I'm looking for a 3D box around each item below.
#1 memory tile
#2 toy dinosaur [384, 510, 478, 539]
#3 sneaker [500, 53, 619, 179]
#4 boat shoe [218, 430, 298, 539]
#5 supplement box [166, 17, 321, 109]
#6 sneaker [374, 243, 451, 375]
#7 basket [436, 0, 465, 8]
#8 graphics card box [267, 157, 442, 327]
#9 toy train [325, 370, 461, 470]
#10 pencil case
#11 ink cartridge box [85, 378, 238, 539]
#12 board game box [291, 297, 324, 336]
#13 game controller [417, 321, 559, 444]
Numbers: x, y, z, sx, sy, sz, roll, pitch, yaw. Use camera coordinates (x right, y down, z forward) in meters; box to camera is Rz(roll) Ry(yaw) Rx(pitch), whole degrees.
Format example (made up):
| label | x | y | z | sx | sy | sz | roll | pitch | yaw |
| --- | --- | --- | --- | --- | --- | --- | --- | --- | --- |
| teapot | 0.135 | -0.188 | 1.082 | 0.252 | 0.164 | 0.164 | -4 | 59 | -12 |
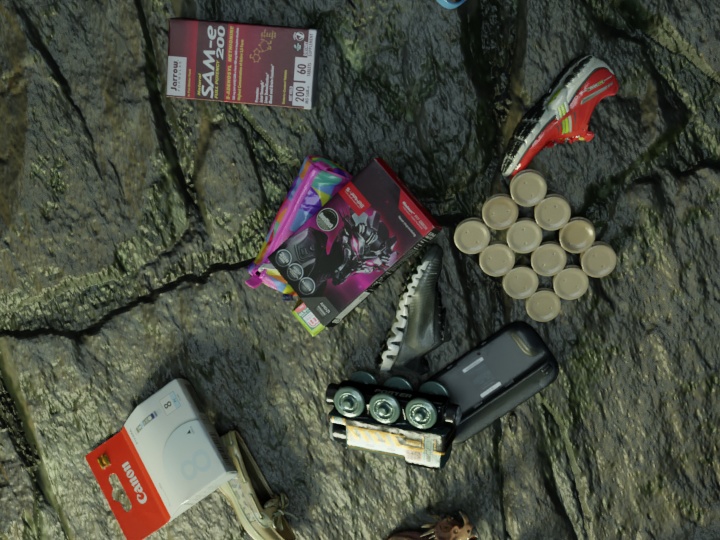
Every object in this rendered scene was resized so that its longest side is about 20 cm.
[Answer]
| label | x | y | z | sx | sy | sz | roll | pitch | yaw |
| --- | --- | --- | --- | --- | --- | --- | --- | --- | --- |
| memory tile | 0.241 | -0.033 | 1.624 | 0.153 | 0.017 | 0.200 | -42 | 108 | 16 |
| toy dinosaur | 0.085 | 0.409 | 1.715 | 0.200 | 0.086 | 0.136 | -1 | 91 | 20 |
| sneaker | 0.270 | -0.193 | 1.588 | 0.085 | 0.077 | 0.200 | 37 | 103 | -13 |
| boat shoe | -0.151 | 0.325 | 1.712 | 0.063 | 0.073 | 0.200 | -36 | 96 | 12 |
| supplement box | -0.158 | -0.281 | 1.601 | 0.200 | 0.061 | 0.109 | 5 | 102 | 3 |
| sneaker | 0.092 | 0.060 | 1.652 | 0.090 | 0.066 | 0.200 | 19 | 105 | -3 |
| basket | 0.137 | -0.448 | 1.500 | 0.200 | 0.139 | 0.176 | -35 | 98 | -21 |
| graphics card box | -0.008 | -0.035 | 1.546 | 0.200 | 0.051 | 0.126 | -42 | 79 | 10 |
| toy train | 0.044 | 0.212 | 1.662 | 0.200 | 0.085 | 0.114 | 7 | 111 | 18 |
| pencil case | -0.081 | -0.058 | 1.625 | 0.088 | 0.088 | 0.200 | 27 | 99 | -2 |
| ink cartridge box | -0.295 | 0.275 | 1.692 | 0.200 | 0.047 | 0.160 | -35 | 70 | 8 |
| board game box | 0.000 | 0.000 | 1.625 | 0.200 | 0.102 | 0.048 | -40 | 97 | 10 |
| game controller | 0.180 | 0.160 | 1.683 | 0.200 | 0.042 | 0.104 | -35 | 83 | 9 |
